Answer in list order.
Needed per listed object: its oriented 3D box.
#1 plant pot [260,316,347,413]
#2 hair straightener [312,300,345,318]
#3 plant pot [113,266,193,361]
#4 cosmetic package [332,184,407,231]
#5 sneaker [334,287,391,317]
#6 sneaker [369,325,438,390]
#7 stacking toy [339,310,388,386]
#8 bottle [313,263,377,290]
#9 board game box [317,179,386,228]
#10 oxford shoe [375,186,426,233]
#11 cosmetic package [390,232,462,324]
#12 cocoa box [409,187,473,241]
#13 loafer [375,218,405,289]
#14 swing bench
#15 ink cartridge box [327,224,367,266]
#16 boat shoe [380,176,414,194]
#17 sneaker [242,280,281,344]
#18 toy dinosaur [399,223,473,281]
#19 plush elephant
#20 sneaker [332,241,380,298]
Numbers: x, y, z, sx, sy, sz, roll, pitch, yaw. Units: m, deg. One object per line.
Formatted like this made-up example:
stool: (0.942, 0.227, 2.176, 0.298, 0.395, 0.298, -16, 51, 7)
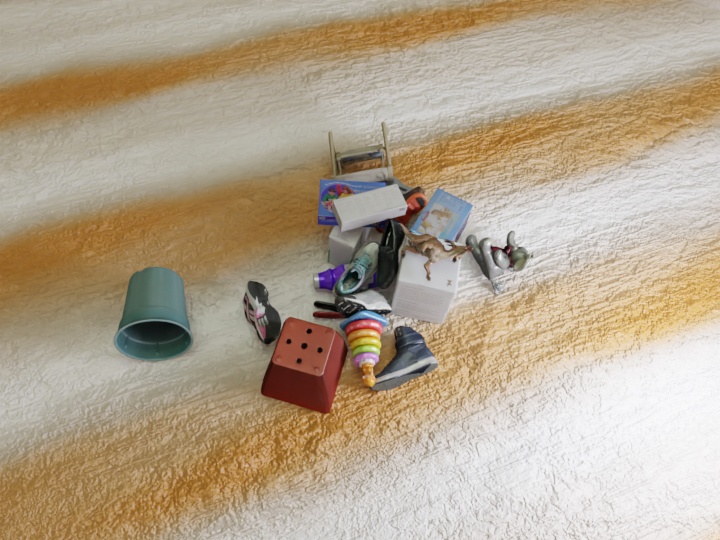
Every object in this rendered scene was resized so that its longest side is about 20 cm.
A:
plant pot: (-0.147, 0.235, 1.514, 0.198, 0.177, 0.202, 15, 60, 4)
hair straightener: (-0.041, 0.103, 1.677, 0.197, 0.041, 0.078, 2, 60, -4)
plant pot: (-0.559, 0.111, 1.555, 0.198, 0.201, 0.198, -8, 52, -9)
cosmetic package: (0.025, -0.178, 1.620, 0.198, 0.051, 0.083, -16, 65, -14)
sneaker: (0.001, 0.087, 1.605, 0.199, 0.074, 0.080, 11, 54, -45)
sneaker: (0.096, 0.241, 1.590, 0.200, 0.077, 0.147, -20, 59, -11)
stacking toy: (0.016, 0.223, 1.554, 0.115, 0.109, 0.202, 21, 47, -36)
bottle: (-0.041, 0.021, 1.701, 0.197, 0.084, 0.066, -7, 49, -8)
board game box: (-0.024, -0.198, 1.682, 0.197, 0.045, 0.136, 3, 60, -3)
oxford shoe: (0.126, -0.189, 1.806, 0.199, 0.071, 0.073, -34, 36, 26)
cosmetic package: (0.187, 0.026, 1.650, 0.165, 0.201, 0.168, 13, 59, 2)
cocoa box: (0.244, -0.129, 1.784, 0.132, 0.132, 0.201, 28, 61, 12)
loafer: (0.075, -0.049, 1.624, 0.068, 0.070, 0.203, 2, 72, 44)
swing bench: (0.003, -0.359, 1.885, 0.196, 0.130, 0.202, -8, 62, 5)
ink cartridge box: (-0.024, -0.123, 1.751, 0.087, 0.146, 0.201, 22, 61, 8)
boat shoe: (0.127, -0.254, 1.886, 0.068, 0.057, 0.199, -37, 50, -24)
sneaker: (-0.285, 0.131, 1.618, 0.080, 0.087, 0.201, 8, 43, -33)
toy dinosaur: (0.195, -0.064, 1.543, 0.135, 0.086, 0.200, -30, 55, -29)
plush elephant: (0.442, -0.046, 1.742, 0.154, 0.165, 0.202, -27, 93, -5)
sneaker: (0.000, 0.000, 1.622, 0.077, 0.086, 0.201, 35, 77, 0)
